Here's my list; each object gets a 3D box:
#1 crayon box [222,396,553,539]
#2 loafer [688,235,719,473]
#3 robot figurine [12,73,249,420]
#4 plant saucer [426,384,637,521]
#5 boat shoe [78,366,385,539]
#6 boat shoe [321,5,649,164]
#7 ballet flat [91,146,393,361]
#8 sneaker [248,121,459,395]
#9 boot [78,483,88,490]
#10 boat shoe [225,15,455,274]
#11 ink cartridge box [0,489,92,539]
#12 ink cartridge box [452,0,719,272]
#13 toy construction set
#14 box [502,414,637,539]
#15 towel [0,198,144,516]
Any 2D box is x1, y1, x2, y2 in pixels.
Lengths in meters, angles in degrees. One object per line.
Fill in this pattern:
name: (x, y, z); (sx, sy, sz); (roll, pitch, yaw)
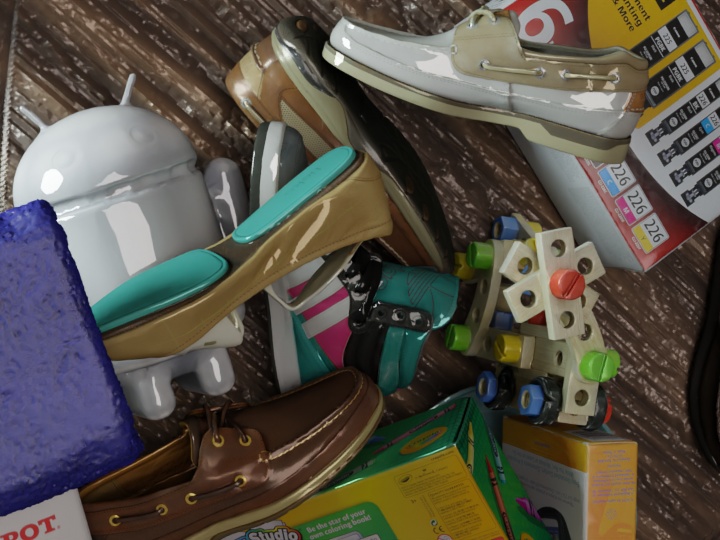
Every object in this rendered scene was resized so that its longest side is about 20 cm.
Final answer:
crayon box: (0.005, 0.169, 0.851); (0.200, 0.058, 0.119); (-23, 108, 23)
loafer: (0.286, 0.056, 0.986); (0.073, 0.071, 0.201); (1, 92, -17)
robot figurine: (-0.140, -0.012, 0.828); (0.169, 0.113, 0.201); (-21, 99, -29)
plant saucer: (0.095, 0.173, 0.951); (0.199, 0.036, 0.201); (-1, 92, -18)
boat shoe: (-0.079, 0.114, 0.821); (0.200, 0.072, 0.068); (-31, 114, -1)
boat shoe: (0.079, -0.128, 0.844); (0.199, 0.075, 0.069); (16, 110, -6)
ballet flat: (-0.064, 0.007, 0.760); (0.200, 0.069, 0.063); (-34, 113, -11)
sneaker: (0.000, 0.000, 0.849); (0.120, 0.084, 0.200); (-3, 121, 8)
boot: (-0.218, 0.224, 0.843); (0.174, 0.069, 0.201); (-15, 104, -24)
boat shoe: (-0.012, -0.070, 0.895); (0.074, 0.076, 0.200); (-29, 110, 19)
ink cartridge box: (-0.212, 0.225, 0.767); (0.144, 0.084, 0.201); (-19, 100, -28)
ink cartridge box: (0.192, -0.131, 0.942); (0.175, 0.084, 0.200); (-36, 102, -12)
toy construction set: (0.112, 0.028, 0.864); (0.092, 0.200, 0.132); (8, 90, -7)
box: (0.131, 0.199, 0.883); (0.041, 0.119, 0.201); (-2, 94, -20)
towel: (-0.225, 0.061, 0.688); (0.200, 0.050, 0.148); (-19, 96, -8)
